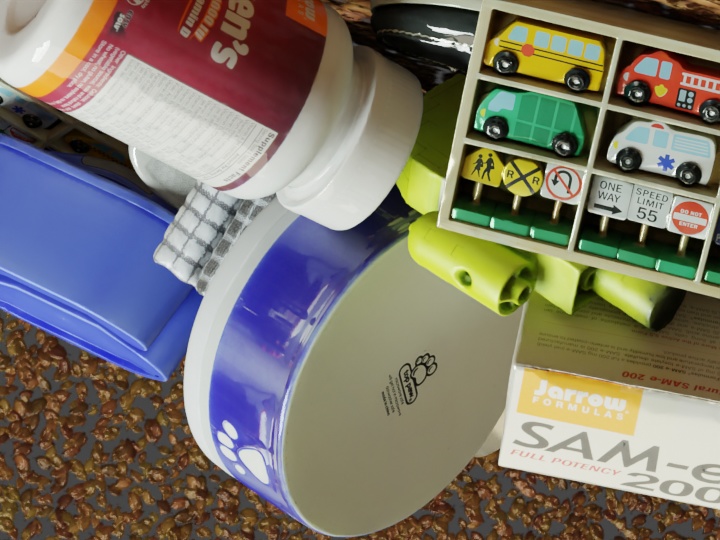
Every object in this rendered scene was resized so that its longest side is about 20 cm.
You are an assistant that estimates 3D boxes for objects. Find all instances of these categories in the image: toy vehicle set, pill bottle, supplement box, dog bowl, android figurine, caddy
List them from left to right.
[{"bbox_3d":[-0.212,-0.109,1.581,0.200,0.027,0.124,30,147,-25],"label":"toy vehicle set"},{"bbox_3d":[-0.169,-0.019,1.564,0.199,0.105,0.141,25,167,14],"label":"caddy"},{"bbox_3d":[-0.074,-0.102,1.259,0.199,0.110,0.109,26,169,-25],"label":"pill bottle"},{"bbox_3d":[0.003,0.042,1.387,0.079,0.201,0.200,32,-175,36],"label":"dog bowl"},{"bbox_3d":[0.101,-0.043,1.315,0.200,0.041,0.182,33,-133,28],"label":"android figurine"},{"bbox_3d":[0.148,0.024,1.330,0.125,0.200,0.074,11,129,5],"label":"supplement box"},{"bbox_3d":[0.145,-0.056,1.211,0.199,0.125,0.027,14,-152,8],"label":"toy vehicle set"}]

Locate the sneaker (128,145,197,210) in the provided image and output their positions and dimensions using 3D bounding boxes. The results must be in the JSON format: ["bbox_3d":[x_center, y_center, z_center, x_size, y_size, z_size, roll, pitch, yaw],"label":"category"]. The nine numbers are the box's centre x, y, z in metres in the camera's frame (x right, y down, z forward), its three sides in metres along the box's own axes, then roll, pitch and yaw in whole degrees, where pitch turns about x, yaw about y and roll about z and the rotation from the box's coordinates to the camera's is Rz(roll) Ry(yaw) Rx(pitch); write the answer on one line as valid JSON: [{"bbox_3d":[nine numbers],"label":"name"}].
[{"bbox_3d":[-0.066,-0.074,1.571,0.199,0.071,0.099,8,-157,-31],"label":"sneaker"}]

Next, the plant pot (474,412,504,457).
[{"bbox_3d":[0.045,-0.005,1.712,0.200,0.188,0.187,33,169,-13],"label":"plant pot"}]

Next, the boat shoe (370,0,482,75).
[{"bbox_3d":[0.095,-0.089,1.272,0.198,0.066,0.075,15,175,0],"label":"boat shoe"}]

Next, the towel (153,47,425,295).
[{"bbox_3d":[-0.006,-0.035,1.455,0.085,0.166,0.200,30,-177,35],"label":"towel"}]
